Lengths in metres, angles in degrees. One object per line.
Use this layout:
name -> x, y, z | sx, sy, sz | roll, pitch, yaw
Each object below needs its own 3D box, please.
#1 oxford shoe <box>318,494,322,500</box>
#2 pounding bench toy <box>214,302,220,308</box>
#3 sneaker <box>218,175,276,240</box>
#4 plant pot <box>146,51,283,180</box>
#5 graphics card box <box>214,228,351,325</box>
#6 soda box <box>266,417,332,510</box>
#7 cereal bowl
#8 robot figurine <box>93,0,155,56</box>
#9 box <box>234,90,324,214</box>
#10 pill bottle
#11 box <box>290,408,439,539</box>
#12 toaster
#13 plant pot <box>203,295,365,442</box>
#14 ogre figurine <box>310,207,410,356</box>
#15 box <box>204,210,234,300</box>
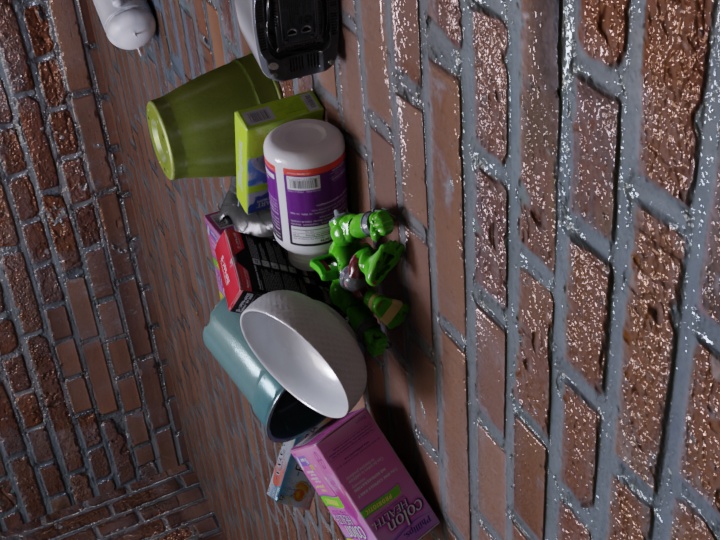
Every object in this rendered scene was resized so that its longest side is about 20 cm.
oxford shoe -> -0.041, 0.362, 1.850 | 0.201, 0.084, 0.073 | 100, 149, -52
pounding bench toy -> -0.139, 0.141, 1.807 | 0.201, 0.124, 0.156 | 63, 180, 26
sneaker -> -0.148, -0.075, 1.658 | 0.200, 0.091, 0.076 | 31, -177, 39
plant pot -> -0.236, -0.233, 1.689 | 0.200, 0.192, 0.202 | 162, 90, -72
graphics card box -> -0.107, 0.017, 1.521 | 0.051, 0.199, 0.126 | -54, 39, 32
soda box -> -0.098, 0.312, 1.835 | 0.064, 0.068, 0.201 | 0, 72, 70
cereal bowl -> -0.065, 0.100, 1.413 | 0.200, 0.083, 0.201 | 34, 152, 21
robot figurine -> -0.524, -0.575, 2.324 | 0.170, 0.112, 0.201 | 64, -179, -69
box -> -0.121, -0.163, 1.532 | 0.048, 0.121, 0.201 | 59, 157, 32
pill bottle -> -0.072, -0.102, 1.464 | 0.113, 0.112, 0.201 | -129, 28, -47
box -> 0.002, 0.323, 1.579 | 0.201, 0.096, 0.176 | 56, 160, 1
toaster -> -0.099, -0.349, 1.316 | 0.129, 0.113, 0.201 | -124, 23, -46
plant pot -> -0.130, 0.126, 1.627 | 0.196, 0.200, 0.201 | 43, 150, 25
ogre figurine -> 0.000, 0.000, 1.381 | 0.120, 0.098, 0.201 | 35, 152, 44
box -> -0.210, 0.002, 1.981 | 0.176, 0.096, 0.201 | -136, 32, -54
